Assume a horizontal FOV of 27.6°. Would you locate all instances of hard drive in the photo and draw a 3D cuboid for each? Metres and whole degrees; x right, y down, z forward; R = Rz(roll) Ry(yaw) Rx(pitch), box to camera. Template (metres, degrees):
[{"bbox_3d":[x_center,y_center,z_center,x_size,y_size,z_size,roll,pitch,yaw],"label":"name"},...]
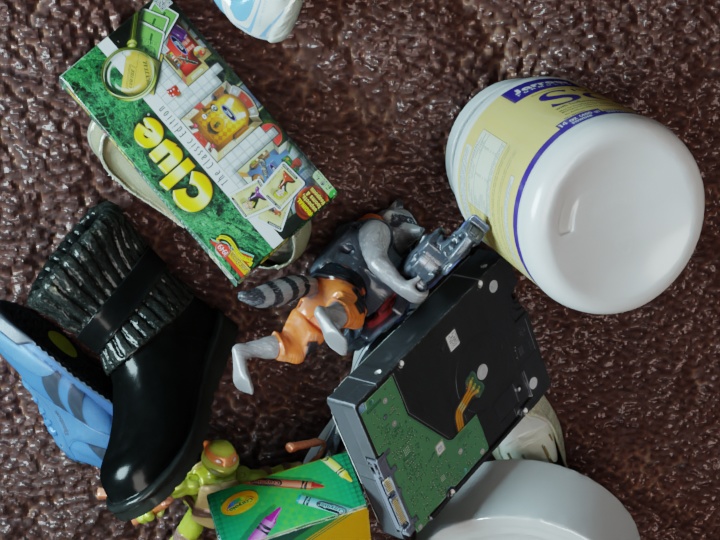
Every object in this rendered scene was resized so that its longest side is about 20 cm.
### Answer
[{"bbox_3d":[0.067,0.096,1.166,0.200,0.038,0.141,-44,125,-32],"label":"hard drive"}]

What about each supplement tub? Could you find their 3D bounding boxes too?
[{"bbox_3d":[0.154,-0.065,1.111,0.143,0.200,0.148,-6,110,-16],"label":"supplement tub"}]

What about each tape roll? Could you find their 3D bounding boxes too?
[{"bbox_3d":[0.141,0.259,1.257,0.199,0.071,0.205,7,127,9],"label":"tape roll"}]

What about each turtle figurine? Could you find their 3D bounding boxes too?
[{"bbox_3d":[-0.130,0.193,1.204,0.198,0.065,0.163,-11,133,-29],"label":"turtle figurine"}]

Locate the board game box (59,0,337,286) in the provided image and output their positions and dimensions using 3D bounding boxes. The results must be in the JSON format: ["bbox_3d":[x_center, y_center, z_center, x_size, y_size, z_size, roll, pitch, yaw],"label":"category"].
[{"bbox_3d":[-0.119,-0.098,1.087,0.105,0.023,0.200,-42,91,-10],"label":"board game box"}]

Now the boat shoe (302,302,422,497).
[{"bbox_3d":[0.012,0.120,1.224,0.071,0.068,0.201,26,102,-20],"label":"boat shoe"}]

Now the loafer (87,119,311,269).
[{"bbox_3d":[-0.117,-0.065,1.126,0.199,0.068,0.076,30,101,-21],"label":"loafer"}]

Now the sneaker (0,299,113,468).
[{"bbox_3d":[-0.233,0.108,1.166,0.078,0.066,0.200,-43,113,9],"label":"sneaker"}]

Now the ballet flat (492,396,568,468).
[{"bbox_3d":[0.160,0.176,1.281,0.067,0.062,0.202,-28,113,-3],"label":"ballet flat"}]

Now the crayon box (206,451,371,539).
[{"bbox_3d":[-0.051,0.243,1.198,0.117,0.059,0.201,-16,138,-10],"label":"crayon box"}]

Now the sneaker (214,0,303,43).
[{"bbox_3d":[-0.043,-0.267,1.071,0.072,0.072,0.202,27,99,-11],"label":"sneaker"}]

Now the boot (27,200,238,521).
[{"bbox_3d":[-0.186,0.066,1.103,0.079,0.213,0.158,-26,122,33],"label":"boot"}]

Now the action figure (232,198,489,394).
[{"bbox_3d":[0.000,0.000,1.123,0.105,0.194,0.200,46,132,-2],"label":"action figure"}]
